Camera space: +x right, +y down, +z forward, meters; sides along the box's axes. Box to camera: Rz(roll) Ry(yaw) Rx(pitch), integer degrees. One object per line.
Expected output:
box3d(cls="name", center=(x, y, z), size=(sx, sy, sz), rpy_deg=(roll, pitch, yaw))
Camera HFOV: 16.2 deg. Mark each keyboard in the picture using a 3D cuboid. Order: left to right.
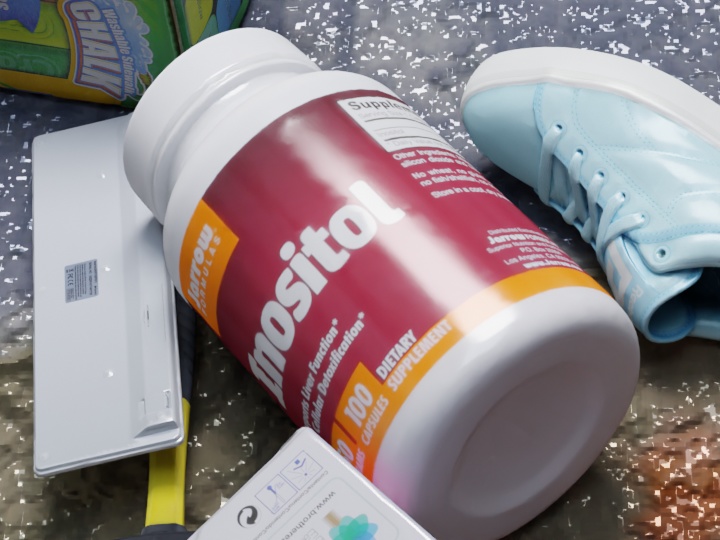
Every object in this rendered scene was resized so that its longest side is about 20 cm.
box3d(cls="keyboard", center=(-0.100, 0.003, 0.985), size=(0.056, 0.011, 0.200), rpy_deg=(-17, 40, 7))

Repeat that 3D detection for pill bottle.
box3d(cls="pill bottle", center=(0.000, 0.000, 0.931), size=(0.113, 0.113, 0.200), rpy_deg=(-32, 53, -19))

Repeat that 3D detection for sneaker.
box3d(cls="sneaker", center=(0.112, -0.019, 0.960), size=(0.200, 0.074, 0.082), rpy_deg=(25, 54, 26))

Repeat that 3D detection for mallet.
box3d(cls="mallet", center=(-0.061, 0.056, 0.944), size=(0.066, 0.041, 0.200), rpy_deg=(0, 47, 8))

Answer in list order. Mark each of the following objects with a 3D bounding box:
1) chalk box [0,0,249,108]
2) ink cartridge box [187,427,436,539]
box3d(cls="chalk box", center=(-0.109, -0.153, 1.063), size=(0.200, 0.125, 0.124), rpy_deg=(9, 52, 15))
box3d(cls="ink cartridge box", center=(0.006, 0.149, 0.798), size=(0.119, 0.042, 0.200), rpy_deg=(-43, 50, -12))
